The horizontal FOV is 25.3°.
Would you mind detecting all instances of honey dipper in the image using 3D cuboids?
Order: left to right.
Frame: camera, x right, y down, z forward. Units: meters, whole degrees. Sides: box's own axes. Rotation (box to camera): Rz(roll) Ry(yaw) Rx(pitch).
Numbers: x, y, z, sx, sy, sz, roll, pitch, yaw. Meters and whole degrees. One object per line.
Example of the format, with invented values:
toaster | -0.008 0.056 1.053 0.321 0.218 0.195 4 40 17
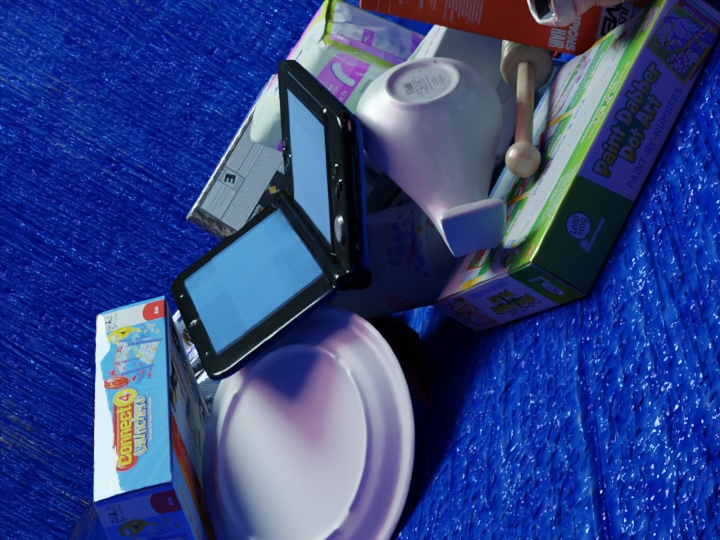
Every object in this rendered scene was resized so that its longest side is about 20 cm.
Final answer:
honey dipper | 0.113 -0.116 1.084 0.038 0.038 0.200 -55 13 28

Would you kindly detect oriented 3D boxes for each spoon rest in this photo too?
spoon rest | 0.052 -0.073 1.028 0.200 0.099 0.061 -105 2 -51

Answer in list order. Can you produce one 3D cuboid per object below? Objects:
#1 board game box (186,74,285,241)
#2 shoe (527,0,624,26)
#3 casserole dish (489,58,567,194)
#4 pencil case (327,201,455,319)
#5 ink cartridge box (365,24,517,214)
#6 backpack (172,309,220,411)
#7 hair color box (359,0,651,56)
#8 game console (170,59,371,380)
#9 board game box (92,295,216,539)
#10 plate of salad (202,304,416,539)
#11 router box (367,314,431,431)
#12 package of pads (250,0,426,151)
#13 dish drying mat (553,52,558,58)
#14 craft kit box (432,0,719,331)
board game box | -0.046 -0.069 1.575 0.160 0.200 0.097 -59 7 -5
shoe | 0.139 -0.221 1.047 0.091 0.072 0.200 -19 30 1
casserole dish | 0.115 -0.089 1.249 0.200 0.039 0.121 -56 9 13
pencil case | 0.000 0.000 1.205 0.200 0.083 0.091 -15 -5 38
ink cartridge box | 0.049 -0.100 1.253 0.200 0.084 0.146 -49 14 49
backpack | -0.072 0.063 1.396 0.190 0.154 0.200 -44 -12 -1
hair color box | 0.110 -0.217 1.140 0.111 0.199 0.064 -67 -13 -48
game console | -0.073 -0.042 1.130 0.200 0.118 0.171 -130 33 -65
board game box | -0.139 0.159 1.172 0.196 0.056 0.200 -101 -4 -52
plate of salad | -0.033 0.123 1.082 0.200 0.048 0.201 -13 70 40
router box | -0.023 0.140 1.206 0.200 0.049 0.180 -57 8 11
package of pads | 0.025 -0.140 1.394 0.155 0.200 0.068 -49 25 47
dish drying mat | 0.155 -0.203 1.489 0.077 0.018 0.200 -56 8 17
craft kit box | 0.134 -0.065 1.023 0.200 0.048 0.198 -61 6 -14
